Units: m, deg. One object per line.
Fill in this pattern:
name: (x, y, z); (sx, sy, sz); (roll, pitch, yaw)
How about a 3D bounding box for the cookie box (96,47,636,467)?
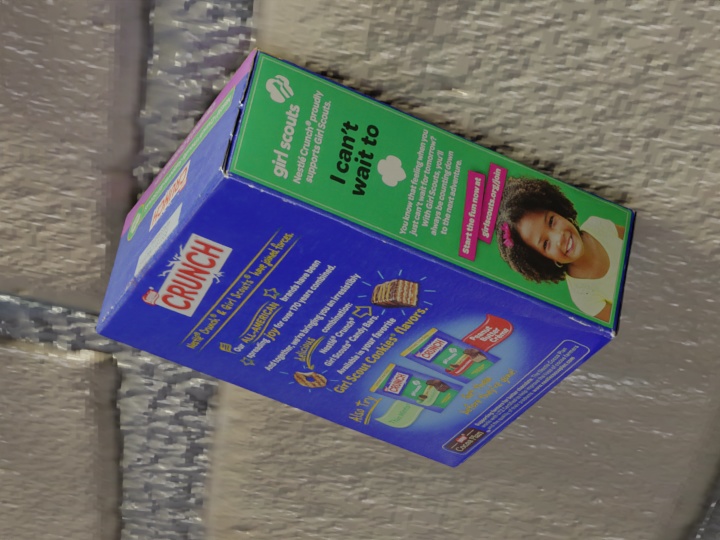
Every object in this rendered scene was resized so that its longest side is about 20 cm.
cookie box: (0.000, 0.000, 1.224); (0.200, 0.075, 0.171); (22, 146, -16)
